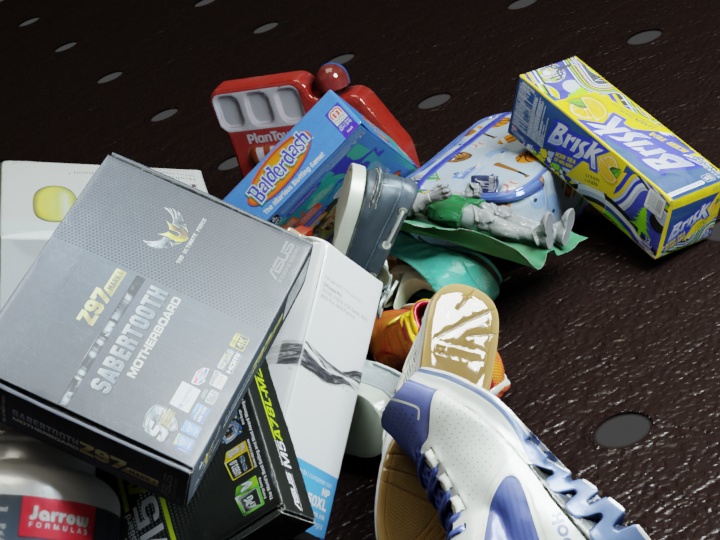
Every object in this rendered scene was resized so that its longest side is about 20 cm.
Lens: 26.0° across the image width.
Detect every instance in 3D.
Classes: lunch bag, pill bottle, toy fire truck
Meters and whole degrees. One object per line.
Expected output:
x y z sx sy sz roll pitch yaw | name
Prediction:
0.129 -0.084 1.433 0.159 0.076 0.200 7 30 38 | lunch bag
-0.216 0.185 0.999 0.118 0.119 0.202 -7 69 26 | pill bottle
-0.042 -0.118 1.527 0.198 0.169 0.112 -4 30 31 | toy fire truck

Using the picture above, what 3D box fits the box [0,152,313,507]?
-0.139 0.033 1.007 0.156 0.051 0.201 24 52 6 | box

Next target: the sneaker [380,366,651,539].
0.074 0.155 0.953 0.199 0.081 0.115 37 65 26 | sneaker

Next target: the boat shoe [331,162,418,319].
0.000 0.000 1.261 0.061 0.201 0.075 11 36 -5 | boat shoe

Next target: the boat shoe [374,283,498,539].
0.051 0.112 1.077 0.069 0.070 0.202 128 160 -66 | boat shoe

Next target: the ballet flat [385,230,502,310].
0.042 0.004 1.351 0.070 0.068 0.199 -44 29 -15 | ballet flat

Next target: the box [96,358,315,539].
-0.140 0.128 1.073 0.192 0.047 0.201 -31 57 19 | box

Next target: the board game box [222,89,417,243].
-0.038 -0.070 1.370 0.152 0.045 0.200 -45 -16 6 | board game box

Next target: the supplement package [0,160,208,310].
-0.226 0.005 1.375 0.189 0.149 0.200 1 22 -14 | supplement package

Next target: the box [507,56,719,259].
0.215 -0.099 1.322 0.070 0.065 0.200 -20 48 -28 | box

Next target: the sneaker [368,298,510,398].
0.056 0.050 1.225 0.073 0.078 0.200 -30 18 -18 | sneaker

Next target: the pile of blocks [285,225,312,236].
-0.075 0.005 1.291 0.081 0.200 0.063 19 63 1 | pile of blocks

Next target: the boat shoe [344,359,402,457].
-0.022 0.098 1.217 0.071 0.071 0.200 -17 18 -37 | boat shoe

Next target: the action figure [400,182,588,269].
0.079 -0.048 1.308 0.198 0.055 0.118 12 10 30 | action figure

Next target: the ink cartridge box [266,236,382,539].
-0.080 0.085 1.139 0.143 0.084 0.202 0 68 37 | ink cartridge box
